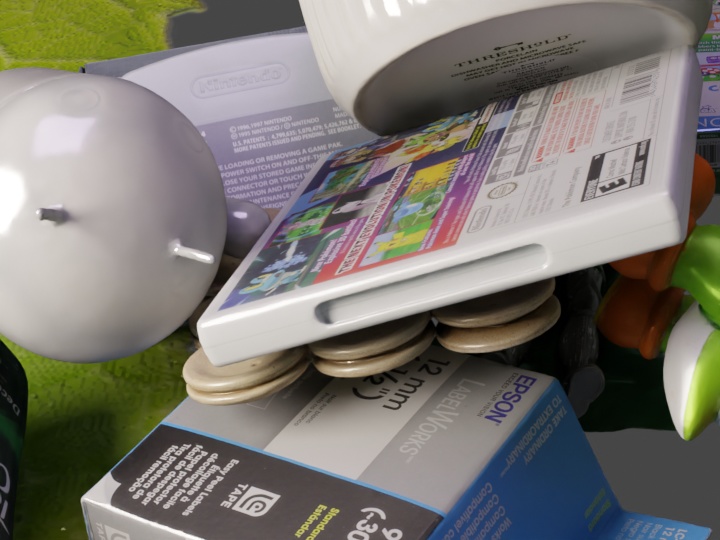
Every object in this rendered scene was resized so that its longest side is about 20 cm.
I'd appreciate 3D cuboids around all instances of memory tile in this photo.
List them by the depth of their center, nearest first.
[{"bbox_3d":[0.000,0.000,0.713,0.151,0.017,0.200,-15,20,1],"label":"memory tile"}]

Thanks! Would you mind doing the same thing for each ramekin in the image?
[{"bbox_3d":[0.064,-0.134,0.752,0.198,0.200,0.106,-10,75,-3],"label":"ramekin"}]

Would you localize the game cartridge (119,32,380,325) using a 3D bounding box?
[{"bbox_3d":[-0.051,-0.048,0.836,0.197,0.041,0.135,-11,76,-5],"label":"game cartridge"}]

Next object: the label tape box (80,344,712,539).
[{"bbox_3d":[0.016,0.093,0.642,0.198,0.067,0.143,12,36,31],"label":"label tape box"}]

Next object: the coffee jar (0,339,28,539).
[{"bbox_3d":[-0.181,0.092,0.649,0.085,0.104,0.201,-37,32,13],"label":"coffee jar"}]

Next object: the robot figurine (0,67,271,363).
[{"bbox_3d":[-0.124,-0.026,0.703,0.168,0.114,0.200,1,8,-24],"label":"robot figurine"}]

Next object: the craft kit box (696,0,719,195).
[{"bbox_3d":[0.270,-0.111,0.920,0.197,0.049,0.198,-1,36,11],"label":"craft kit box"}]

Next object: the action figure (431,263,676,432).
[{"bbox_3d":[0.092,-0.007,0.788,0.117,0.055,0.201,9,38,4],"label":"action figure"}]

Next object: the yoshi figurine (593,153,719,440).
[{"bbox_3d":[0.196,0.028,0.660,0.199,0.113,0.112,36,23,23],"label":"yoshi figurine"}]

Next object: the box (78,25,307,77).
[{"bbox_3d":[-0.055,-0.078,0.934,0.197,0.052,0.158,-10,32,-4],"label":"box"}]

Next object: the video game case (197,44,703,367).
[{"bbox_3d":[0.045,-0.031,0.670,0.180,0.023,0.200,-16,18,19],"label":"video game case"}]
